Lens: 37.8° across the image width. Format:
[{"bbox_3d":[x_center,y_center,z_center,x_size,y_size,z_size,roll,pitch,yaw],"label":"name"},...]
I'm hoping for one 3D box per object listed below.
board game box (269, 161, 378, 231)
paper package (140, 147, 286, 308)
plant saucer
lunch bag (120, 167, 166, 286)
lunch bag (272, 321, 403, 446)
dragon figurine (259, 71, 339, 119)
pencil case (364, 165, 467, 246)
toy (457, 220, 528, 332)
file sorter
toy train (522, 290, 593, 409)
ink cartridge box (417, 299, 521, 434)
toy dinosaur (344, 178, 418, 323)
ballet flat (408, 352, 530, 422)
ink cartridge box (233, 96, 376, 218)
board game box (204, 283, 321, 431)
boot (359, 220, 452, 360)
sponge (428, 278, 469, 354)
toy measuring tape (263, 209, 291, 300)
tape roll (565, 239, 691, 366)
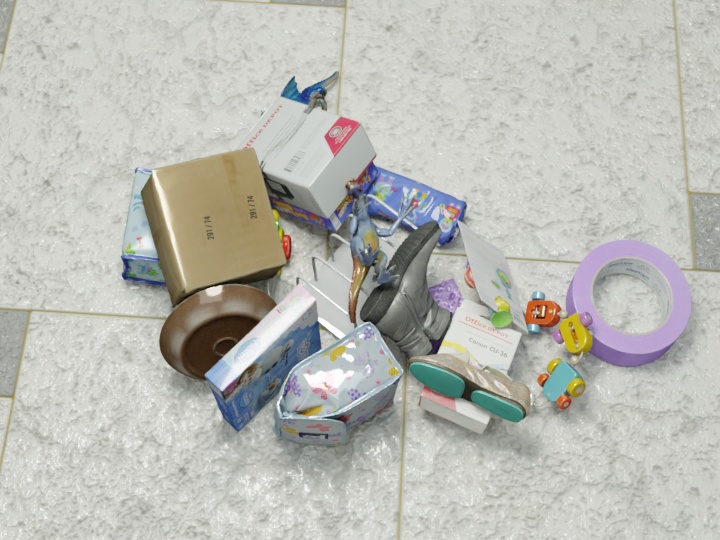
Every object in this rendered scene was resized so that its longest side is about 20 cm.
[{"bbox_3d":[-0.085,-0.155,1.798,0.198,0.045,0.135,21,66,38],"label":"board game box"},{"bbox_3d":[-0.231,-0.069,1.659,0.188,0.103,0.204,-15,83,-25],"label":"paper package"},{"bbox_3d":[-0.214,0.109,1.644,0.197,0.203,0.037,-19,46,-9],"label":"plant saucer"},{"bbox_3d":[-0.294,-0.066,1.766,0.196,0.128,0.173,9,67,-9],"label":"lunch bag"},{"bbox_3d":[-0.043,0.196,1.625,0.198,0.170,0.128,-27,72,-15],"label":"lunch bag"},{"bbox_3d":[-0.113,-0.309,1.904,0.098,0.059,0.202,22,69,8],"label":"dragon figurine"},{"bbox_3d":[0.086,-0.111,1.811,0.197,0.078,0.088,23,88,9],"label":"pencil case"},{"bbox_3d":[0.204,0.018,1.715,0.047,0.114,0.202,-43,33,22],"label":"toy"},{"bbox_3d":[0.000,0.000,1.736,0.138,0.125,0.201,36,71,15],"label":"file sorter"},{"bbox_3d":[0.318,0.134,1.711,0.055,0.149,0.204,23,68,-39],"label":"toy train"},{"bbox_3d":[0.181,0.141,1.675,0.115,0.068,0.203,22,69,8],"label":"ink cartridge box"},{"bbox_3d":[-0.005,-0.057,1.641,0.201,0.104,0.182,-49,33,10],"label":"toy dinosaur"},{"bbox_3d":[0.169,0.166,1.603,0.197,0.069,0.068,26,51,4],"label":"ballet flat"},{"bbox_3d":[-0.096,-0.190,1.741,0.198,0.084,0.146,23,68,39],"label":"ink cartridge box"},{"bbox_3d":[-0.144,0.140,1.630,0.043,0.201,0.199,39,72,17],"label":"board game box"},{"bbox_3d":[0.098,0.034,1.660,0.131,0.070,0.202,36,85,-17],"label":"boot"},{"bbox_3d":[0.145,0.122,1.736,0.110,0.030,0.203,-21,69,-9],"label":"sponge"},{"bbox_3d":[-0.151,-0.001,1.780,0.072,0.074,0.205,1,88,0],"label":"toy measuring tape"},{"bbox_3d":[0.445,0.054,1.751,0.196,0.066,0.204,0,66,0],"label":"tape roll"}]
